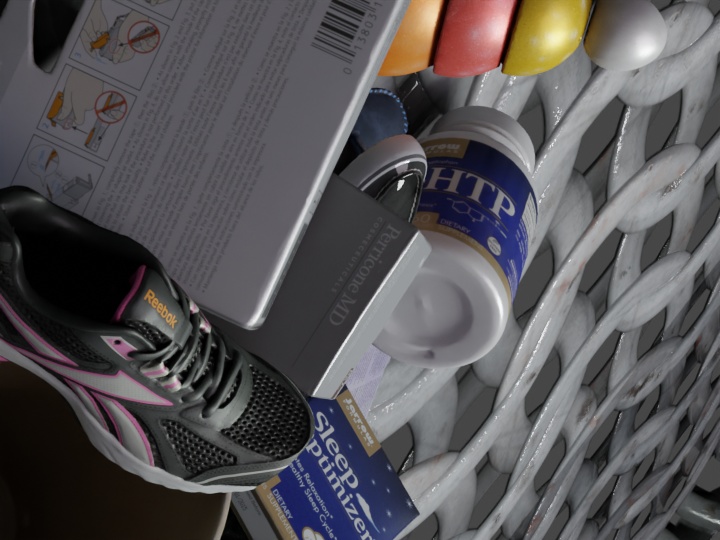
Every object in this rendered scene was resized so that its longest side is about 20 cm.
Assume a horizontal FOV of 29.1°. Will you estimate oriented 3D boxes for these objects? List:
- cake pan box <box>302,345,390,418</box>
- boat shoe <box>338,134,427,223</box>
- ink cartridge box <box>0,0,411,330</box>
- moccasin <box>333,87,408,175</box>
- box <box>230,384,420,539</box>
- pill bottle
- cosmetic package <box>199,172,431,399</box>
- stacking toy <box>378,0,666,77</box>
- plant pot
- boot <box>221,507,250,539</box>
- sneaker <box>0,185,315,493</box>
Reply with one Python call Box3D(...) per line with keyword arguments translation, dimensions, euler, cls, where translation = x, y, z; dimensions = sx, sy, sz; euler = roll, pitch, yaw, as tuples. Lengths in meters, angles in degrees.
Box3D(translation=(-0.039, 0.071, 1.092), dimensions=(0.184, 0.052, 0.201), euler=(-19, 135, -50), cls="cake pan box")
Box3D(translation=(0.000, 0.000, 0.902), dimensions=(0.070, 0.066, 0.200), euler=(-12, 147, -41), cls="boat shoe")
Box3D(translation=(-0.087, -0.096, 0.677), dimensions=(0.044, 0.173, 0.201), euler=(45, 70, -87), cls="ink cartridge box")
Box3D(translation=(-0.030, -0.069, 0.896), dimensions=(0.200, 0.081, 0.068), euler=(-36, -172, -40), cls="moccasin")
Box3D(translation=(-0.022, 0.152, 0.997), dimensions=(0.032, 0.122, 0.200), euler=(-31, 179, 27), cls="box")
Box3D(translation=(0.069, -0.034, 1.037), dimensions=(0.200, 0.119, 0.120), euler=(-67, 169, -48), cls="pill bottle")
Box3D(translation=(-0.071, -0.026, 0.741), dimensions=(0.107, 0.199, 0.090), euler=(-59, 168, -1), cls="cosmetic package")
Box3D(translation=(0.090, -0.164, 0.853), dimensions=(0.146, 0.199, 0.147), euler=(18, 90, -86), cls="stacking toy")
Box3D(translation=(-0.191, 0.112, 0.704), dimensions=(0.187, 0.188, 0.200), euler=(-36, -178, -37), cls="plant pot")
Box3D(translation=(-0.156, 0.195, 0.978), dimensions=(0.158, 0.210, 0.080), euler=(-91, 171, -54), cls="boot")
Box3D(translation=(-0.100, 0.033, 0.614), dimensions=(0.086, 0.199, 0.081), euler=(-28, -143, 53), cls="sneaker")
